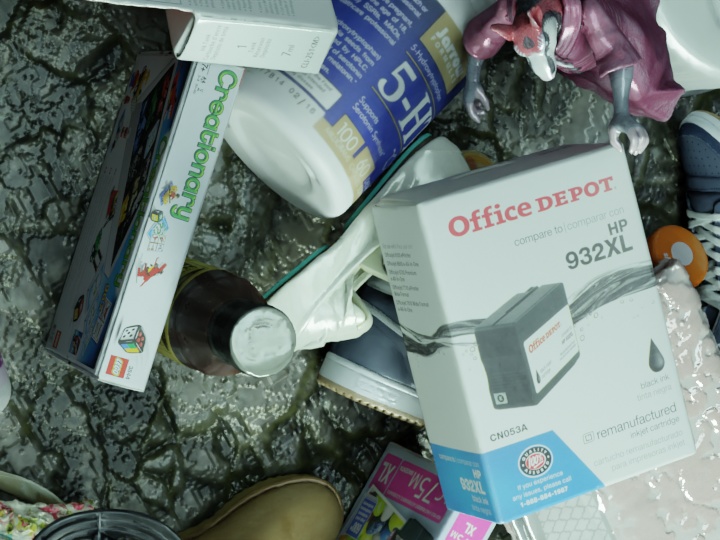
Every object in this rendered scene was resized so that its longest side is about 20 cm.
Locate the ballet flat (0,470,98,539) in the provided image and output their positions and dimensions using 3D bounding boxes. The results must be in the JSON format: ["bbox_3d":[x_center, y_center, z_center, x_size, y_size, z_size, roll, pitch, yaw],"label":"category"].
[{"bbox_3d":[-0.246,0.150,1.233,0.199,0.076,0.064,20,56,-28],"label":"ballet flat"}]

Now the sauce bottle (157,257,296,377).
[{"bbox_3d":[-0.091,0.028,1.205,0.066,0.200,0.066,-2,94,-23],"label":"sauce bottle"}]

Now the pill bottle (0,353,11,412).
[{"bbox_3d":[-0.284,0.001,1.166,0.112,0.112,0.201,-22,104,-20],"label":"pill bottle"}]

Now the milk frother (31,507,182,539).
[{"bbox_3d":[-0.180,0.233,1.188,0.200,0.188,0.181,-39,110,-11],"label":"milk frother"}]

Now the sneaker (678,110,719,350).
[{"bbox_3d":[0.252,-0.006,1.422,0.108,0.070,0.201,-35,111,-18],"label":"sneaker"}]

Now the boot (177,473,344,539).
[{"bbox_3d":[-0.054,0.198,1.239,0.175,0.200,0.066,-26,105,-19],"label":"boot"}]

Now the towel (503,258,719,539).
[{"bbox_3d":[0.175,0.122,1.331,0.190,0.032,0.201,-31,110,-17],"label":"towel"}]

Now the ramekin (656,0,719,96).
[{"bbox_3d":[0.241,-0.219,1.380,0.199,0.098,0.202,-3,97,-23],"label":"ramekin"}]

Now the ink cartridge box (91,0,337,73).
[{"bbox_3d":[-0.115,-0.210,1.189,0.173,0.044,0.201,3,52,-23],"label":"ink cartridge box"}]

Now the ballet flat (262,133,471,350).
[{"bbox_3d":[0.000,0.000,1.271,0.200,0.069,0.069,-45,111,-4],"label":"ballet flat"}]

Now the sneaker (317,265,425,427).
[{"bbox_3d":[0.079,0.060,1.346,0.199,0.070,0.109,22,89,-21],"label":"sneaker"}]

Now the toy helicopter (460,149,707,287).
[{"bbox_3d":[0.130,-0.005,1.360,0.200,0.079,0.133,37,55,-6],"label":"toy helicopter"}]

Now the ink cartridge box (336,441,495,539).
[{"bbox_3d":[0.008,0.217,1.312,0.042,0.119,0.201,31,84,-26],"label":"ink cartridge box"}]

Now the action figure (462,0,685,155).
[{"bbox_3d":[0.138,-0.150,1.217,0.200,0.133,0.150,6,99,-66],"label":"action figure"}]

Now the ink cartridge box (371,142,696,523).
[{"bbox_3d":[0.107,0.035,1.231,0.144,0.084,0.201,-17,97,-19],"label":"ink cartridge box"}]

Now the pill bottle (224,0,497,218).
[{"bbox_3d":[0.008,-0.142,1.272,0.200,0.120,0.120,-47,111,-16],"label":"pill bottle"}]

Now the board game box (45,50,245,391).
[{"bbox_3d":[-0.134,-0.034,1.220,0.034,0.126,0.201,18,89,-23],"label":"board game box"}]
